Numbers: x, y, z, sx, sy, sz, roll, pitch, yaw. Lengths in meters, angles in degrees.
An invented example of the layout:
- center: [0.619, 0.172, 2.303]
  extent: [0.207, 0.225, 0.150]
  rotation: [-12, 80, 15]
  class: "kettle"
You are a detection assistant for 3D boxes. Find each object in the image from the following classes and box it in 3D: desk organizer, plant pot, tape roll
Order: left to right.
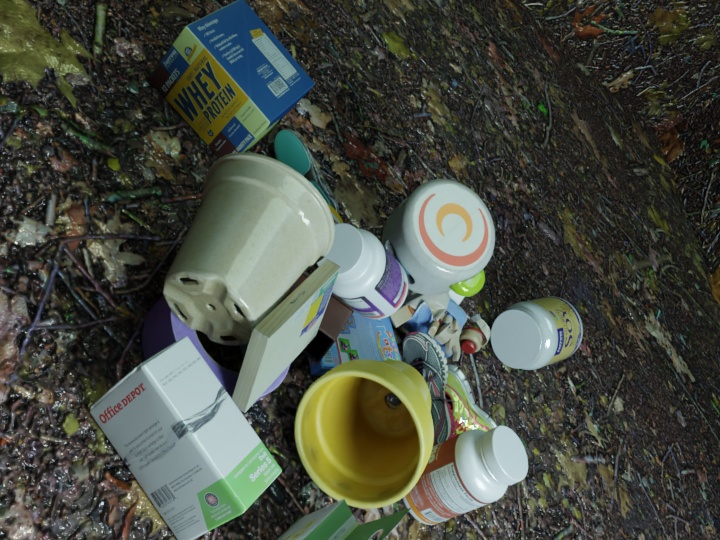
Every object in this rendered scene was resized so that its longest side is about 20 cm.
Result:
- center: [-0.197, 0.098, 1.012]
  extent: [0.198, 0.085, 0.203]
  rotation: [28, 45, -31]
  class: "tape roll"
- center: [-0.155, -0.014, 0.938]
  extent: [0.200, 0.199, 0.185]
  rotation: [40, 49, -18]
  class: "plant pot"
- center: [-0.115, 0.046, 1.119]
  extent: [0.198, 0.072, 0.077]
  rotation: [37, 40, -3]
  class: "desk organizer"
- center: [0.025, 0.222, 1.091]
  extent: [0.203, 0.199, 0.188]
  rotation: [57, 22, 3]
  class: "plant pot"

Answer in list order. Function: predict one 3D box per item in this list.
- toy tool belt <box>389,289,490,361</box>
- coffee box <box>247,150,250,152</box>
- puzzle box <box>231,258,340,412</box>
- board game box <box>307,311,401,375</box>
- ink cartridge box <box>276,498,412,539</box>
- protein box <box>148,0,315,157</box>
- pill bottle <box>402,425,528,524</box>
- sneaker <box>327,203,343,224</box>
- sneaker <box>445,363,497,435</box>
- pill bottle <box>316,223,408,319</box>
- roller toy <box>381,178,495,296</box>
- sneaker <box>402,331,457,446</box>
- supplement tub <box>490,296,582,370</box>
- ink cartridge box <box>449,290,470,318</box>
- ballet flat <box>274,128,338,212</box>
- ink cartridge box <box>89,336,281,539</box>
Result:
- center: [0.142, 0.114, 1.358]
  extent: [0.200, 0.124, 0.124]
  rotation: [43, 50, -12]
  class: "toy tool belt"
- center: [-0.158, -0.096, 1.238]
  extent: [0.122, 0.044, 0.204]
  rotation: [24, 47, -36]
  class: "coffee box"
- center: [-0.096, 0.082, 0.962]
  extent: [0.025, 0.135, 0.200]
  rotation: [28, 34, 11]
  class: "puzzle box"
- center: [-0.017, 0.108, 1.246]
  extent: [0.197, 0.036, 0.154]
  rotation: [11, 55, -43]
  class: "board game box"
- center: [-0.048, 0.339, 0.897]
  extent: [0.048, 0.199, 0.145]
  rotation: [57, 36, 5]
  class: "ink cartridge box"
- center: [-0.221, -0.335, 1.274]
  extent: [0.200, 0.134, 0.199]
  rotation: [47, 37, -10]
  class: "protein box"
- center: [0.163, 0.322, 1.148]
  extent: [0.111, 0.199, 0.114]
  rotation: [28, 43, -31]
  class: "pill bottle"
- center: [-0.034, -0.032, 1.290]
  extent: [0.199, 0.078, 0.083]
  rotation: [40, 24, -18]
  class: "sneaker"
- center: [0.181, 0.277, 1.319]
  extent: [0.089, 0.078, 0.202]
  rotation: [-22, 74, -44]
  class: "sneaker"
- center: [0.000, 0.000, 1.165]
  extent: [0.200, 0.109, 0.114]
  rotation: [44, 27, -62]
  class: "pill bottle"
- center: [0.135, -0.058, 1.291]
  extent: [0.179, 0.140, 0.204]
  rotation: [17, 68, -15]
  class: "roller toy"
- center: [0.114, 0.206, 1.264]
  extent: [0.074, 0.080, 0.204]
  rotation: [7, 64, -52]
  class: "sneaker"
- center: [0.387, 0.138, 1.589]
  extent: [0.198, 0.145, 0.148]
  rotation: [-6, 66, -50]
  class: "supplement tub"
- center: [0.150, 0.003, 1.442]
  extent: [0.199, 0.068, 0.117]
  rotation: [41, -6, -19]
  class: "ink cartridge box"
- center: [-0.101, -0.169, 1.354]
  extent: [0.071, 0.072, 0.203]
  rotation: [-18, 77, -52]
  class: "ballet flat"
- center: [-0.211, 0.203, 0.863]
  extent: [0.202, 0.145, 0.084]
  rotation: [55, 36, 0]
  class: "ink cartridge box"
